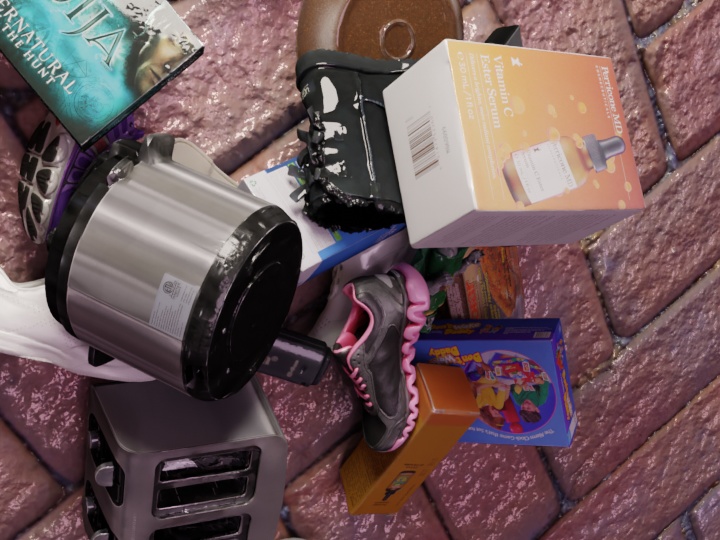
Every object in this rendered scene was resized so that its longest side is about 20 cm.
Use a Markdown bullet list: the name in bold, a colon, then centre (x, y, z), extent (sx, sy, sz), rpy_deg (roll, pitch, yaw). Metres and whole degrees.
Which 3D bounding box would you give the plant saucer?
- **plant saucer**: centre (0.031, -0.235, 1.016), extent (0.198, 0.037, 0.204), rpy_deg (-9, 109, -26)

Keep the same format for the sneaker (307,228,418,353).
- **sneaker**: centre (0.000, 0.000, 1.064), extent (0.087, 0.074, 0.201), rpy_deg (39, 82, -16)

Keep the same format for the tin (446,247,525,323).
- **tin**: centre (0.138, 0.011, 1.130), extent (0.112, 0.041, 0.203), rpy_deg (-37, 123, -46)

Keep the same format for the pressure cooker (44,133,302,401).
- **pressure cooker**: centre (-0.167, -0.006, 0.840), extent (0.177, 0.198, 0.180), rpy_deg (-60, 163, -27)

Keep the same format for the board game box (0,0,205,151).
- **board game box**: centre (-0.243, -0.220, 0.824), extent (0.135, 0.028, 0.201), rpy_deg (-41, 94, -11)

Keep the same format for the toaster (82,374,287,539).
- **toaster**: centre (-0.168, 0.201, 0.973), extent (0.197, 0.119, 0.183), rpy_deg (-3, 122, -27)

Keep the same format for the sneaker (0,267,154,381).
- **sneaker**: centre (-0.259, 0.044, 0.919), extent (0.198, 0.075, 0.090), rpy_deg (17, 90, -26)

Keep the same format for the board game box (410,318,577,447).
- **board game box**: centre (0.129, 0.123, 1.096), extent (0.045, 0.197, 0.136), rpy_deg (-51, 133, -53)

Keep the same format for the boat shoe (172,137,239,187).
- **boat shoe**: centre (-0.138, -0.056, 0.975), extent (0.200, 0.056, 0.068), rpy_deg (46, 56, -35)

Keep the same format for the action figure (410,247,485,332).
- **action figure**: centre (0.088, -0.012, 1.023), extent (0.118, 0.054, 0.202), rpy_deg (-34, 152, -44)

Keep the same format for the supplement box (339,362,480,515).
- **supplement box**: centre (0.049, 0.189, 1.089), extent (0.066, 0.069, 0.201), rpy_deg (8, 131, -31)

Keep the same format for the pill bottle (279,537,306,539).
- **pill bottle**: centre (-0.046, 0.383, 1.069), extent (0.111, 0.200, 0.114), rpy_deg (-9, 110, -26)

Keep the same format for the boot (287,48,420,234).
- **boot**: centre (0.025, -0.118, 0.939), extent (0.195, 0.073, 0.165), rpy_deg (4, 64, -24)

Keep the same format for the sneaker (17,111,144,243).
- **sneaker**: centre (-0.238, -0.113, 0.882), extent (0.083, 0.080, 0.202), rpy_deg (24, 93, -38)

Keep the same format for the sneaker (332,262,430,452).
- **sneaker**: centre (0.010, 0.092, 1.006), extent (0.094, 0.079, 0.203), rpy_deg (-7, 110, -31)

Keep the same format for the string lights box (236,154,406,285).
- **string lights box**: centre (-0.020, -0.068, 0.970), extent (0.199, 0.059, 0.103), rpy_deg (-28, 80, -36)

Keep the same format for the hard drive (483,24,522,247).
- **hard drive**: centre (0.159, -0.147, 1.069), extent (0.140, 0.032, 0.203), rpy_deg (-54, 136, -57)

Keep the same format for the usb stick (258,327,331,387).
- **usb stick**: centre (-0.125, 0.068, 0.998), extent (0.197, 0.033, 0.056), rpy_deg (19, 112, -18)

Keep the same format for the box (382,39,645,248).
- **box**: centre (0.139, -0.109, 0.903), extent (0.197, 0.106, 0.155), rpy_deg (-3, 76, -31)
